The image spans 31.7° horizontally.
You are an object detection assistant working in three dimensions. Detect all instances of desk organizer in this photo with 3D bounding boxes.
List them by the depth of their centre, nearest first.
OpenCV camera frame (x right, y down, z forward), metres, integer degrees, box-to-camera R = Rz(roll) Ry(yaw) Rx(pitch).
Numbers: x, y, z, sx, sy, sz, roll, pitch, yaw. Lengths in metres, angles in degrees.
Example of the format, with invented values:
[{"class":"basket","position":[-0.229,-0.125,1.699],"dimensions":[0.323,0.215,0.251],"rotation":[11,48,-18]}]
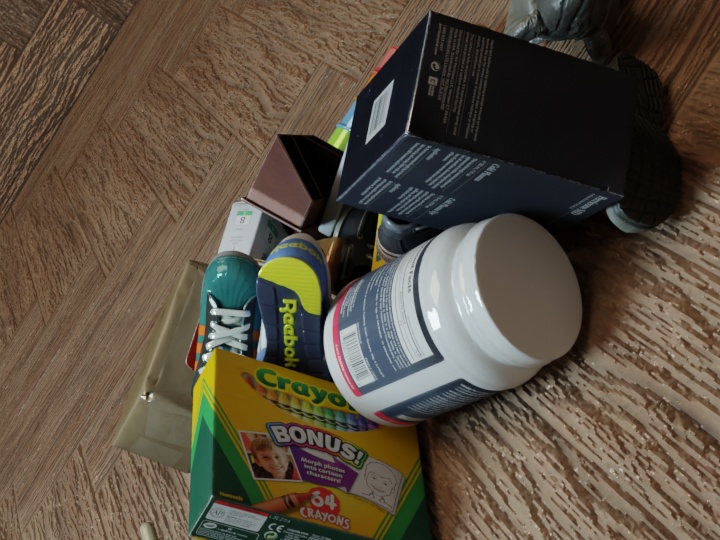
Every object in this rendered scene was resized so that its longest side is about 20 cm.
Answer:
[{"class":"desk organizer","position":[-0.059,-0.098,1.375],"dimensions":[0.078,0.071,0.200],"rotation":[-62,-5,9]}]

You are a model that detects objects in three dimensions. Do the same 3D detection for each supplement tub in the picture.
[{"class":"supplement tub","position":[0.075,0.044,1.076],"dimensions":[0.199,0.140,0.141],"rotation":[-28,40,46]}]

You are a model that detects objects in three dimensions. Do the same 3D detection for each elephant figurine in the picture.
[{"class":"elephant figurine","position":[0.190,-0.255,1.183],"dimensions":[0.140,0.156,0.201],"rotation":[-20,32,20]}]

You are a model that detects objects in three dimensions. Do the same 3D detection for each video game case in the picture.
[{"class":"video game case","position":[0.016,-0.147,1.391],"dimensions":[0.201,0.018,0.144],"rotation":[-58,-7,-44]}]

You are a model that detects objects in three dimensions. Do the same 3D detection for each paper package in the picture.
[{"class":"paper package","position":[-0.200,0.114,1.475],"dimensions":[0.200,0.103,0.192],"rotation":[127,161,-58]}]

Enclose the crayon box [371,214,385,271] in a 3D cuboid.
[{"class":"crayon box","position":[0.072,-0.043,1.266],"dimensions":[0.118,0.058,0.201],"rotation":[-34,36,41]}]

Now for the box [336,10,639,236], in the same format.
[{"class":"box","position":[0.098,-0.104,1.038],"dimensions":[0.200,0.180,0.105],"rotation":[146,138,-69]}]

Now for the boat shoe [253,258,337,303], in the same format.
[{"class":"boat shoe","position":[-0.064,0.037,1.238],"dimensions":[0.199,0.059,0.072],"rotation":[23,76,43]}]

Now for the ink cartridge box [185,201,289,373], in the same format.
[{"class":"ink cartridge box","position":[-0.112,0.051,1.380],"dimensions":[0.050,0.161,0.202],"rotation":[-3,55,23]}]

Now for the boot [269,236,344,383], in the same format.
[{"class":"boot","position":[-0.036,0.066,1.284],"dimensions":[0.187,0.068,0.202],"rotation":[-9,62,47]}]

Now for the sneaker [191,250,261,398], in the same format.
[{"class":"sneaker","position":[-0.122,0.082,1.196],"dimensions":[0.080,0.071,0.202],"rotation":[-87,2,-59]}]

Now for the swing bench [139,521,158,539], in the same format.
[{"class":"swing bench","position":[-0.097,0.276,1.161],"dimensions":[0.199,0.129,0.201],"rotation":[-45,35,25]}]

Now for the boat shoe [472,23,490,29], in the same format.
[{"class":"boat shoe","position":[0.080,-0.180,1.391],"dimensions":[0.201,0.072,0.065],"rotation":[-58,14,4]}]

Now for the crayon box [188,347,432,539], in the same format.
[{"class":"crayon box","position":[-0.044,0.168,1.084],"dimensions":[0.059,0.198,0.173],"rotation":[-58,23,33]}]

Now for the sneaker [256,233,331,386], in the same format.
[{"class":"sneaker","position":[-0.059,0.057,1.165],"dimensions":[0.083,0.073,0.202],"rotation":[-81,-1,-56]}]

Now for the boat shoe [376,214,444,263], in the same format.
[{"class":"boat shoe","position":[0.092,-0.081,1.173],"dimensions":[0.199,0.068,0.072],"rotation":[-35,60,-25]}]

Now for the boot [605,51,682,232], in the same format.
[{"class":"boot","position":[0.206,-0.081,1.086],"dimensions":[0.131,0.067,0.201],"rotation":[-49,24,43]}]

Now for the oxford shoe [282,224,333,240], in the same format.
[{"class":"oxford shoe","position":[-0.096,-0.033,1.535],"dimensions":[0.199,0.072,0.072],"rotation":[-21,45,52]}]

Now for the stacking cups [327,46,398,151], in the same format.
[{"class":"stacking cups","position":[-0.002,-0.181,1.537],"dimensions":[0.201,0.060,0.060],"rotation":[-61,26,-4]}]

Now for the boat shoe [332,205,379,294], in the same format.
[{"class":"boat shoe","position":[0.000,0.000,1.362],"dimensions":[0.062,0.073,0.201],"rotation":[15,75,36]}]
